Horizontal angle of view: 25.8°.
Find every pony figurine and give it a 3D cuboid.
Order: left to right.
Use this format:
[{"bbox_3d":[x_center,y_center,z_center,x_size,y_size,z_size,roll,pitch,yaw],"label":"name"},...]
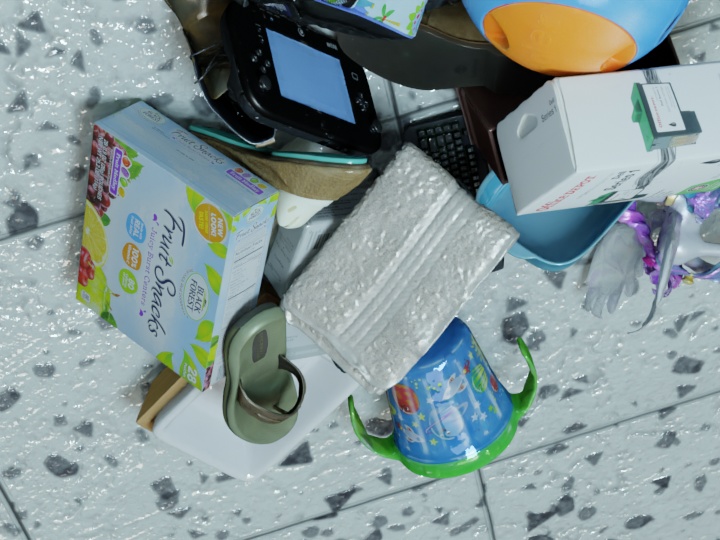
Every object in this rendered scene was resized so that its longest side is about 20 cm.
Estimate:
[{"bbox_3d":[0.310,-0.033,1.552,0.198,0.166,0.195,9,94,-18],"label":"pony figurine"}]

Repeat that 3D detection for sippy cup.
[{"bbox_3d":[0.082,0.119,1.615,0.177,0.139,0.131,-38,125,-25],"label":"sippy cup"}]

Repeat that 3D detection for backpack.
[{"bbox_3d":[-0.032,-0.266,1.224,0.199,0.183,0.148,16,103,-37],"label":"backpack"}]

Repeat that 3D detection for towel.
[{"bbox_3d":[0.030,0.002,1.375,0.132,0.034,0.201,40,108,6],"label":"towel"}]

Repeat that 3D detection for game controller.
[{"bbox_3d":[-0.047,-0.159,1.323,0.042,0.106,0.199,-14,165,31],"label":"game controller"}]

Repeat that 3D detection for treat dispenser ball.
[{"bbox_3d":[0.174,-0.258,1.273,0.198,0.202,0.202,-8,131,-9],"label":"treat dispenser ball"}]

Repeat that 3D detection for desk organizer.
[{"bbox_3d":[0.196,-0.160,1.429,0.198,0.077,0.072,-24,132,-4],"label":"desk organizer"}]

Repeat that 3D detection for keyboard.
[{"bbox_3d":[0.116,-0.075,1.529,0.126,0.021,0.201,-17,132,-1],"label":"keyboard"}]

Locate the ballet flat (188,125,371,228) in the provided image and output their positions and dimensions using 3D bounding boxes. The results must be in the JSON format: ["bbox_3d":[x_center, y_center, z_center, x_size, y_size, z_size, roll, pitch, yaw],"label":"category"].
[{"bbox_3d":[-0.078,-0.077,1.371,0.068,0.198,0.073,-3,104,-60],"label":"ballet flat"}]

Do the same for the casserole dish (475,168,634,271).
[{"bbox_3d":[0.191,-0.076,1.458,0.200,0.121,0.039,-46,161,-23],"label":"casserole dish"}]

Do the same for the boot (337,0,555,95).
[{"bbox_3d":[0.079,-0.207,1.386,0.197,0.076,0.074,8,148,-3],"label":"boot"}]

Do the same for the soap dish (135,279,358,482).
[{"bbox_3d":[-0.106,0.109,1.576,0.157,0.082,0.200,31,115,-34],"label":"soap dish"}]

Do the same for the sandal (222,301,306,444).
[{"bbox_3d":[-0.084,0.107,1.432,0.080,0.057,0.202,-41,155,-22],"label":"sandal"}]

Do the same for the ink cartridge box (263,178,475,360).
[{"bbox_3d":[0.000,0.000,1.488,0.198,0.044,0.175,-8,137,-34],"label":"ink cartridge box"}]

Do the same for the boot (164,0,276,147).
[{"bbox_3d":[-0.114,-0.196,1.311,0.074,0.097,0.201,-25,131,6],"label":"boot"}]

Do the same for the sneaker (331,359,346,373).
[{"bbox_3d":[0.044,0.018,1.446,0.086,0.078,0.201,8,126,-48],"label":"sneaker"}]

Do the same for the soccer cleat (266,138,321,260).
[{"bbox_3d":[-0.102,-0.042,1.458,0.077,0.070,0.200,7,132,-42],"label":"soccer cleat"}]

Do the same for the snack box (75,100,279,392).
[{"bbox_3d":[-0.166,-0.021,1.394,0.068,0.168,0.201,-34,149,-43],"label":"snack box"}]

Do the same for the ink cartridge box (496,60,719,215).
[{"bbox_3d":[0.233,-0.112,1.329,0.198,0.085,0.146,-8,170,-16],"label":"ink cartridge box"}]
